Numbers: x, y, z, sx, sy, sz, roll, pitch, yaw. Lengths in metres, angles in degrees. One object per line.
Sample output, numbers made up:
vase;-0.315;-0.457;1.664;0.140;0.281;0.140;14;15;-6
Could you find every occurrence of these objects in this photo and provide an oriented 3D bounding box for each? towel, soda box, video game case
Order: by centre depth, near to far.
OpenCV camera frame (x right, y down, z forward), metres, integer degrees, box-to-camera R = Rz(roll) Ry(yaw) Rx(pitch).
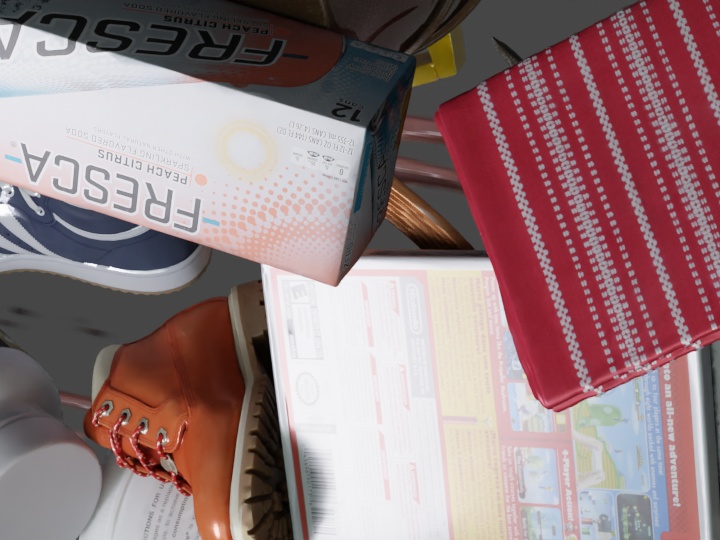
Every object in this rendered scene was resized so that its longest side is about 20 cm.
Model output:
soda box;-0.085;-0.063;0.697;0.199;0.064;0.069;17;124;9
towel;0.135;-0.044;0.773;0.200;0.022;0.145;-26;70;18
video game case;0.054;0.061;0.845;0.199;0.017;0.143;1;106;26

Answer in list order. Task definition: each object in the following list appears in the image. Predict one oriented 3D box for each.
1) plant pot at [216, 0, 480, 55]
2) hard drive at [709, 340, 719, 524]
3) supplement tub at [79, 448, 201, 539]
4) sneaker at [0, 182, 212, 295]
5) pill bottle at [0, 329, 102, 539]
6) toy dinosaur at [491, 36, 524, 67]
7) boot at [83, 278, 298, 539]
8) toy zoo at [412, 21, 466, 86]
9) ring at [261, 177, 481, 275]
plant pot;-0.053;-0.137;0.800;0.200;0.198;0.201;9;121;15
hard drive;0.193;0.022;0.822;0.200;0.042;0.135;-30;92;16
supplement tub;-0.030;0.150;1.012;0.200;0.132;0.132;12;124;28
sneaker;-0.179;-0.046;0.985;0.199;0.070;0.109;5;147;10
pill bottle;-0.226;0.072;1.021;0.200;0.111;0.111;36;132;35
toy dinosaur;0.110;-0.021;0.909;0.200;0.102;0.077;55;139;-5
boot;-0.083;0.085;0.953;0.107;0.200;0.075;-16;119;3
toy zoo;-0.035;-0.138;0.925;0.199;0.020;0.131;-11;115;26
ring;0.000;0.000;0.930;0.200;0.019;0.201;34;160;14
